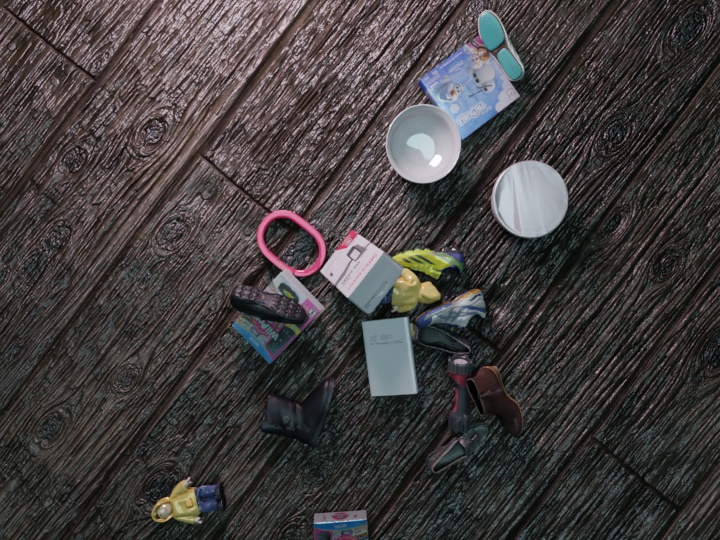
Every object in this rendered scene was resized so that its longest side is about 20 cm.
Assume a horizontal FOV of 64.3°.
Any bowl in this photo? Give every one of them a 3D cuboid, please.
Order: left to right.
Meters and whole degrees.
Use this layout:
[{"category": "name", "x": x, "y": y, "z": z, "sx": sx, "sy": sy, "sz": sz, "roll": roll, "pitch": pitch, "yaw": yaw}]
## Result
[{"category": "bowl", "x": 0.162, "y": -0.327, "z": 1.520, "sx": 0.197, "sy": 0.090, "sz": 0.205, "roll": 0, "pitch": 90, "yaw": -1}]

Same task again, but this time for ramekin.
[{"category": "ramekin", "x": 0.439, "y": -0.185, "z": 1.525, "sx": 0.198, "sy": 0.094, "sz": 0.207, "roll": 0, "pitch": 91, "yaw": -2}]

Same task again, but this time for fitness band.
[{"category": "fitness band", "x": -0.185, "y": -0.071, "z": 1.546, "sx": 0.199, "sy": 0.037, "sz": 0.144, "roll": 38, "pitch": 87, "yaw": -2}]

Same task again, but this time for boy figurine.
[{"category": "boy figurine", "x": -0.464, "y": 0.619, "z": 1.534, "sx": 0.196, "sy": 0.064, "sz": 0.127, "roll": -9, "pitch": 94, "yaw": -4}, {"category": "boy figurine", "x": 0.115, "y": 0.050, "z": 1.528, "sx": 0.196, "sy": 0.065, "sz": 0.127, "roll": 1, "pitch": 104, "yaw": -4}]

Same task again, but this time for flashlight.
[{"category": "flashlight", "x": 0.260, "y": 0.328, "z": 1.526, "sx": 0.067, "sy": 0.068, "sz": 0.204, "roll": 4, "pitch": 109, "yaw": 7}]

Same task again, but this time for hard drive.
[{"category": "hard drive", "x": 0.079, "y": 0.231, "z": 1.538, "sx": 0.130, "sy": 0.027, "sz": 0.204, "roll": -7, "pitch": 91, "yaw": 19}]

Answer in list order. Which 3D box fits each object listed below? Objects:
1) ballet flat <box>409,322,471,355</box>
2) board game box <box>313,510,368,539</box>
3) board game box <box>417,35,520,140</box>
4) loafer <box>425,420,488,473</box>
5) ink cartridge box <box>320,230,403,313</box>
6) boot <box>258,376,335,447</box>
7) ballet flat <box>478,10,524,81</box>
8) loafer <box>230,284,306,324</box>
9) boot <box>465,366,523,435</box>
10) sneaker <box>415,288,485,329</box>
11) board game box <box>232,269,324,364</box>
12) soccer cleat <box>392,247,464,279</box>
[{"category": "ballet flat", "x": 0.207, "y": 0.182, "z": 1.543, "sx": 0.196, "sy": 0.057, "sz": 0.068, "roll": 14, "pitch": 90, "yaw": -1}, {"category": "board game box", "x": -0.049, "y": 0.759, "z": 1.536, "sx": 0.145, "sy": 0.064, "sz": 0.204, "roll": -4, "pitch": 90, "yaw": -1}, {"category": "board game box", "x": 0.291, "y": -0.487, "z": 1.543, "sx": 0.199, "sy": 0.043, "sz": 0.200, "roll": -37, "pitch": 92, "yaw": -1}, {"category": "loafer", "x": 0.267, "y": 0.485, "z": 1.545, "sx": 0.199, "sy": 0.063, "sz": 0.072, "roll": -36, "pitch": 91, "yaw": 0}, {"category": "ink cartridge box", "x": 0.000, "y": 0.000, "z": 1.461, "sx": 0.083, "sy": 0.200, "sz": 0.146, "roll": 39, "pitch": 90, "yaw": -31}, {"category": "boot", "x": -0.170, "y": 0.359, "z": 1.528, "sx": 0.165, "sy": 0.076, "sz": 0.203, "roll": 20, "pitch": 96, "yaw": -5}, {"category": "ballet flat", "x": 0.379, "y": -0.600, "z": 1.537, "sx": 0.069, "sy": 0.069, "sz": 0.202, "roll": -31, "pitch": 93, "yaw": -1}, {"category": "loafer", "x": -0.235, "y": 0.095, "z": 1.455, "sx": 0.197, "sy": 0.071, "sz": 0.069, "roll": 18, "pitch": 46, "yaw": -2}, {"category": "boot", "x": 0.346, "y": 0.356, "z": 1.495, "sx": 0.072, "sy": 0.165, "sz": 0.203, "roll": -27, "pitch": 81, "yaw": 35}, {"category": "sneaker", "x": 0.247, "y": 0.123, "z": 1.530, "sx": 0.197, "sy": 0.075, "sz": 0.090, "roll": -21, "pitch": 95, "yaw": -5}, {"category": "board game box", "x": -0.217, "y": 0.122, "z": 1.515, "sx": 0.148, "sy": 0.064, "sz": 0.200, "roll": 44, "pitch": 102, "yaw": -1}, {"category": "soccer cleat", "x": 0.182, "y": -0.018, "z": 1.536, "sx": 0.196, "sy": 0.065, "sz": 0.085, "roll": -2, "pitch": 88, "yaw": -2}]
